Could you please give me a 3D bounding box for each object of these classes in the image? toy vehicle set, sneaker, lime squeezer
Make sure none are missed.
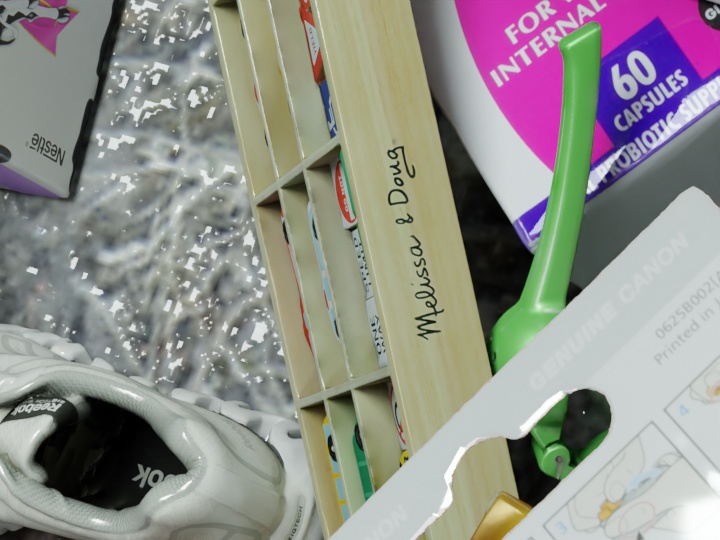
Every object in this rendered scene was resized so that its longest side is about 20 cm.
[{"bbox_3d":[0.000,0.000,0.776,0.026,0.124,0.200,-11,84,-15],"label":"toy vehicle set"},{"bbox_3d":[-0.107,0.052,0.860,0.200,0.081,0.075,9,80,29],"label":"sneaker"},{"bbox_3d":[0.077,0.035,0.741,0.071,0.200,0.038,-33,16,-12],"label":"lime squeezer"}]

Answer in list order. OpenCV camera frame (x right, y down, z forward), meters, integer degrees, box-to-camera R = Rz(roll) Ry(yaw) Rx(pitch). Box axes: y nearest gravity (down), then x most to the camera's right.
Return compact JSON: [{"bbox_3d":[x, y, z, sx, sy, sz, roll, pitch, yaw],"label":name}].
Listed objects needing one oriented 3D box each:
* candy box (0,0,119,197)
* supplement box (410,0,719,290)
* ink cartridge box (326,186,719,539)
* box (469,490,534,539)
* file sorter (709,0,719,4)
[{"bbox_3d":[-0.141,-0.143,0.884,0.071,0.168,0.200,8,79,29],"label":"candy box"},{"bbox_3d":[0.059,-0.097,0.815,0.101,0.103,0.200,-38,61,12],"label":"supplement box"},{"bbox_3d":[0.084,0.106,0.575,0.163,0.057,0.200,-44,53,7],"label":"ink cartridge box"},{"bbox_3d":[0.084,0.150,0.605,0.200,0.041,0.119,31,89,27],"label":"box"},{"bbox_3d":[0.024,-0.176,0.721,0.200,0.139,0.125,23,82,29],"label":"file sorter"}]
